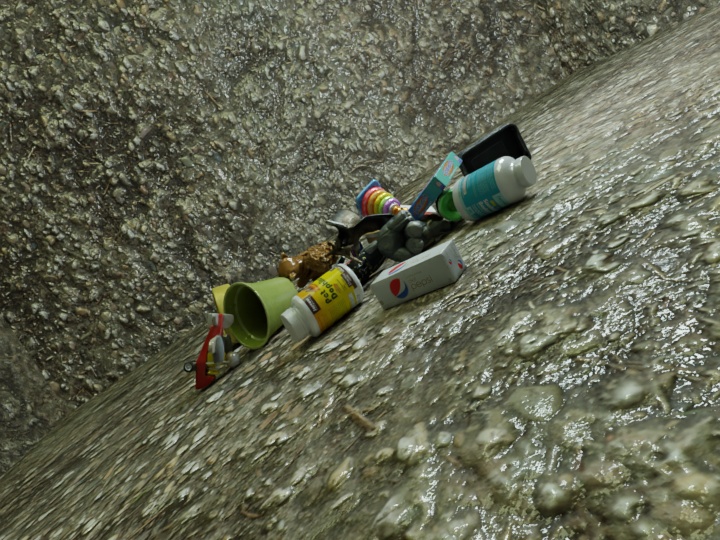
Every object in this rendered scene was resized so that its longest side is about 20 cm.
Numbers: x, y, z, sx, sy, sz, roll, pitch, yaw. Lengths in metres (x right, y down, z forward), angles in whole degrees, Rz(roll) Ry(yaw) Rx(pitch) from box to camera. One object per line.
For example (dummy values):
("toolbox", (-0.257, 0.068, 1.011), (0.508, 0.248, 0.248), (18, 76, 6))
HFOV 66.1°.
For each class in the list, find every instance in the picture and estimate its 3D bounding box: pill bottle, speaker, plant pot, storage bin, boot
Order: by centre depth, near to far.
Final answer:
("pill bottle", (-0.093, 0.081, 1.333), (0.198, 0.111, 0.109), (-37, 10, -21))
("pill bottle", (0.327, -0.204, 1.348), (0.197, 0.113, 0.110), (-24, 12, 46))
("boot", (0.000, 0.002, 1.526), (0.202, 0.074, 0.154), (-40, 6, 6))
("speaker", (0.252, -0.183, 1.535), (0.087, 0.090, 0.200), (-30, 4, 8))
("plant pot", (-0.287, 0.109, 1.690), (0.197, 0.206, 0.182), (-24, 1, 40))
("storage bin", (0.409, -0.345, 1.708), (0.196, 0.138, 0.094), (-31, 9, 8))
("plant pot", (-0.406, 0.135, 1.936), (0.183, 0.208, 0.200), (-18, 4, -18))

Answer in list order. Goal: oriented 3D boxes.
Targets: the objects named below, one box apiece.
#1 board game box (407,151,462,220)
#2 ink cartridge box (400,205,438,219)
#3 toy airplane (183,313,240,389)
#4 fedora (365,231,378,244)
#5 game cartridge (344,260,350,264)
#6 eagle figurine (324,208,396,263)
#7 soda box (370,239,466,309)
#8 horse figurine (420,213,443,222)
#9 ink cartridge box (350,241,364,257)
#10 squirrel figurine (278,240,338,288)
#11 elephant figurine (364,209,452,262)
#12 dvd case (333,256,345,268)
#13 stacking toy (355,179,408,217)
("board game box", (0.193, -0.216, 1.539), (0.201, 0.045, 0.153), (-53, 1, 44))
("ink cartridge box", (0.172, -0.196, 1.802), (0.154, 0.049, 0.199), (1, -4, -18))
("toy airplane", (-0.405, 0.222, 1.590), (0.202, 0.137, 0.203), (-69, 3, -53))
("fedora", (0.076, -0.109, 1.760), (0.193, 0.085, 0.201), (-13, 8, 2))
("game cartridge", (-0.003, -0.027, 1.826), (0.131, 0.042, 0.199), (-18, 18, 46))
("eagle figurine", (-0.012, -0.111, 1.512), (0.201, 0.150, 0.152), (-51, -3, -29))
("soda box", (0.114, 0.011, 1.125), (0.197, 0.065, 0.068), (-26, 10, 41))
("horse figurine", (0.178, -0.123, 1.620), (0.197, 0.051, 0.131), (-32, 18, -27))
("ink cartridge box", (-0.011, -0.063, 1.695), (0.036, 0.097, 0.200), (-24, 23, -5))
("squirrel figurine", (-0.171, -0.026, 1.791), (0.183, 0.146, 0.198), (1, -28, -47))
("elephant figurine", (0.132, -0.088, 1.457), (0.145, 0.153, 0.199), (-63, -14, 20))
("dvd case", (-0.111, 0.058, 1.584), (0.202, 0.017, 0.143), (-54, 4, 13))
("stacking toy", (0.085, -0.190, 1.694), (0.110, 0.117, 0.198), (-46, 39, -15))
